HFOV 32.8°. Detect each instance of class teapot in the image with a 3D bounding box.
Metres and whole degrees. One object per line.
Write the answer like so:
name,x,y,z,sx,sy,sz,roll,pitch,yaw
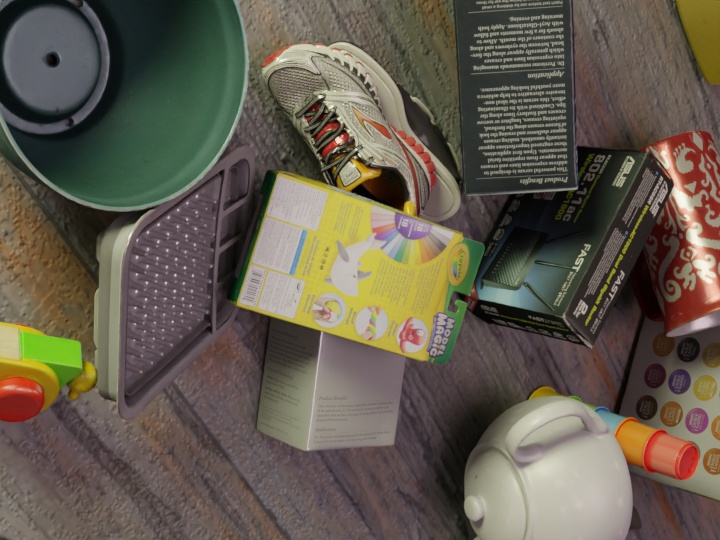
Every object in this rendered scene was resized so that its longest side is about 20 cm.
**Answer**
teapot,0.173,0.225,1.253,0.145,0.197,0.202,-7,92,-28

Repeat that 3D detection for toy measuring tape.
toy measuring tape,-0.290,0.069,0.891,0.199,0.073,0.074,13,91,-29

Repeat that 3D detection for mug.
mug,0.355,-0.035,1.376,0.133,0.177,0.201,1,69,-52

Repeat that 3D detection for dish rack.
dish rack,-0.148,0.001,0.949,0.200,0.043,0.173,-48,152,-56

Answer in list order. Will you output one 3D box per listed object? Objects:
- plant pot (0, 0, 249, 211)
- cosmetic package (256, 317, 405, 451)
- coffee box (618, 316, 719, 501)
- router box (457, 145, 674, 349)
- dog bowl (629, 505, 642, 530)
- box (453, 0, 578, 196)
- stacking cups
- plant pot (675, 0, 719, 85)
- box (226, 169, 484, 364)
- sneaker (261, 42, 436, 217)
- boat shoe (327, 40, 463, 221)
plant pot,-0.198,-0.149,0.872,0.199,0.134,0.202,-9,104,-40
cosmetic package,-0.019,0.056,1.112,0.112,0.081,0.202,5,94,-42
coffee box,0.448,0.178,1.474,0.199,0.197,0.201,21,84,-44
router box,0.208,-0.030,1.247,0.062,0.149,0.201,40,72,-37
dog bowl,0.248,0.348,1.405,0.199,0.058,0.202,-24,123,-42
box,0.145,-0.184,1.145,0.149,0.106,0.202,-68,155,-72
stacking cups,0.264,0.175,1.307,0.060,0.199,0.061,-9,105,-37
plant pot,0.470,-0.354,1.398,0.176,0.199,0.201,45,69,-26
box,0.000,0.000,1.029,0.199,0.048,0.118,18,91,-17
sneaker,-0.007,-0.114,1.055,0.200,0.078,0.082,43,35,-22
boat shoe,0.030,-0.135,1.126,0.200,0.074,0.061,47,31,-23
